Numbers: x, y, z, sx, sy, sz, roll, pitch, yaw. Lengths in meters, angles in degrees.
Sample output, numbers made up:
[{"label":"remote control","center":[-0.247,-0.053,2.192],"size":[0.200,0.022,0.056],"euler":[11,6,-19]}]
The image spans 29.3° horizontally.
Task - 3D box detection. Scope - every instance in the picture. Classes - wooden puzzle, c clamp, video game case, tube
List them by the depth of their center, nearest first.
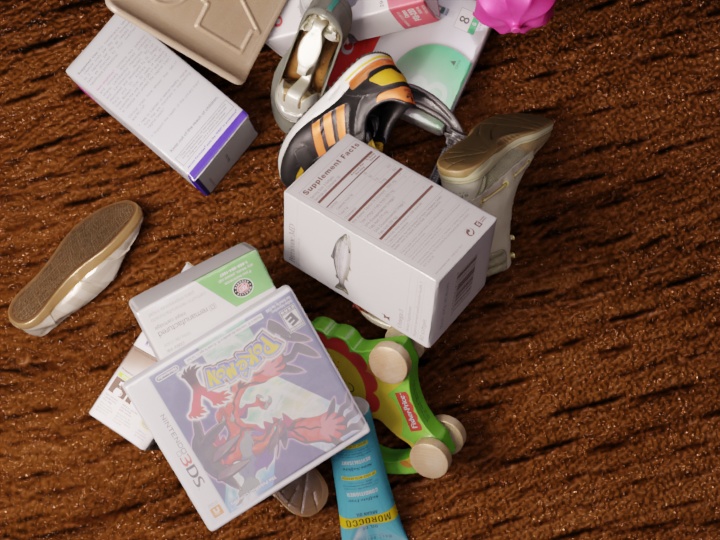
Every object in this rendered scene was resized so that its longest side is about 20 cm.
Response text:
[{"label":"video game case","center":[-0.115,0.143,1.428],"size":[0.200,0.023,0.183],"euler":[-31,103,-10]},{"label":"wooden puzzle","center":[-0.167,-0.335,1.531],"size":[0.185,0.046,0.201],"euler":[28,84,-28]},{"label":"tube","center":[0.001,0.236,1.539],"size":[0.077,0.050,0.201],"euler":[-8,118,6]},{"label":"c clamp","center":[0.062,-0.108,1.599],"size":[0.170,0.027,0.201],"euler":[23,104,13]}]

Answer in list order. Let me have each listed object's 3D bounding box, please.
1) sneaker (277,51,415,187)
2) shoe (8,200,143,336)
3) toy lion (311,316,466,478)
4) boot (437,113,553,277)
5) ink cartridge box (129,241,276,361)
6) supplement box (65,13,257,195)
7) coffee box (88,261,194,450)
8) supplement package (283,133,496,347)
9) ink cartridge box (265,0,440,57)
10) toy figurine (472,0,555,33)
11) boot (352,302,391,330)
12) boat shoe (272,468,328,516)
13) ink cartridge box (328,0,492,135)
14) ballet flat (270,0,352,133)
[{"label":"sneaker","center":[-0.017,-0.151,1.567],"size":[0.200,0.070,0.090],"euler":[-48,55,23]},{"label":"shoe","center":[-0.328,-0.002,1.619],"size":[0.200,0.053,0.070],"euler":[-45,51,-7]},{"label":"toy lion","center":[-0.001,0.142,1.549],"size":[0.191,0.069,0.201],"euler":[-11,112,32]},{"label":"boot","center":[0.158,-0.086,1.583],"size":[0.072,0.200,0.155],"euler":[13,122,34]},{"label":"ink cartridge box","center":[-0.137,0.092,1.473],"size":[0.145,0.087,0.201],"euler":[-27,104,-11]},{"label":"supplement box","center":[-0.229,-0.194,1.607],"size":[0.200,0.101,0.103],"euler":[39,86,6]},{"label":"coffee box","center":[-0.211,0.100,1.565],"size":[0.080,0.114,0.200],"euler":[32,86,5]},{"label":"supplement package","center":[0.028,-0.034,1.481],"size":[0.200,0.117,0.117],"euler":[31,56,21]},{"label":"ink cartridge box","center":[-0.021,-0.345,1.603],"size":[0.199,0.085,0.146],"euler":[-12,82,16]},{"label":"toy figurine","center":[0.186,-0.360,1.580],"size":[0.200,0.150,0.184],"euler":[34,77,28]},{"label":"boot","center":[0.000,0.000,1.563],"size":[0.199,0.107,0.075],"euler":[28,121,8]},{"label":"boat shoe","center":[-0.116,0.196,1.569],"size":[0.072,0.072,0.200],"euler":[-41,93,-18]},{"label":"ink cartridge box","center":[0.040,-0.272,1.631],"size":[0.199,0.050,0.161],"euler":[24,85,3]},{"label":"ballet flat","center":[-0.065,-0.224,1.565],"size":[0.067,0.064,0.200],"euler":[25,129,1]}]
